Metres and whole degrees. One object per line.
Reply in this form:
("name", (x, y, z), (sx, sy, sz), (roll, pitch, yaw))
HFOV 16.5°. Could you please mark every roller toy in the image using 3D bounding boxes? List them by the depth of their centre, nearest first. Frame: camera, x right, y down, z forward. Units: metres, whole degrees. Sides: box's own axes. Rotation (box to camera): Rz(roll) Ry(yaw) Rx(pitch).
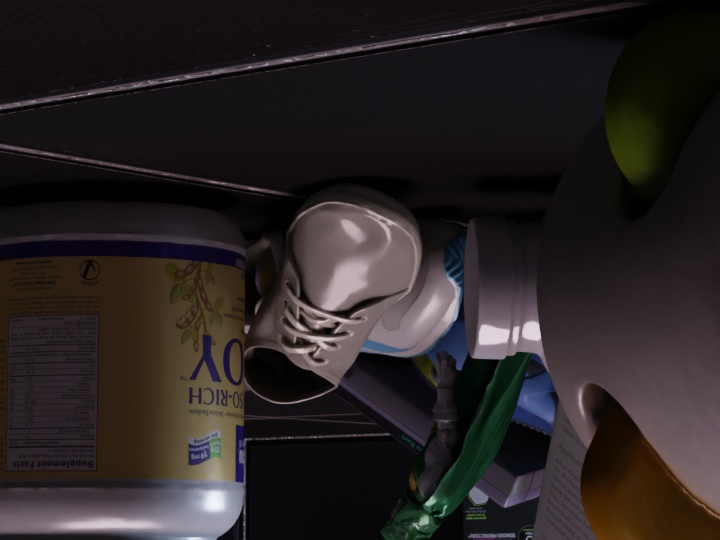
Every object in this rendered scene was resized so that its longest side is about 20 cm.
("roller toy", (0.162, 0.008, 0.894), (0.181, 0.202, 0.140), (-4, 176, -23))

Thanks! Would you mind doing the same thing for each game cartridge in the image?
("game cartridge", (0.060, 0.084, 1.638), (0.200, 0.039, 0.129), (35, -148, 31))

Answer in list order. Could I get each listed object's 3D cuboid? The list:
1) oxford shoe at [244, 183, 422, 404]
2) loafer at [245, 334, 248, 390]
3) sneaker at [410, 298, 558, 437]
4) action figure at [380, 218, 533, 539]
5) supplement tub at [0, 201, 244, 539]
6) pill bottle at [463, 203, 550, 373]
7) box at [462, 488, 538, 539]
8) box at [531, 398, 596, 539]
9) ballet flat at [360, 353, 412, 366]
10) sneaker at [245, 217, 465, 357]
("oxford shoe", (-0.018, 0.018, 1.336), (0.075, 0.058, 0.200), (26, 148, -5))
("loafer", (-0.076, 0.047, 1.810), (0.199, 0.069, 0.076), (-20, 168, 21))
("sneaker", (0.117, 0.055, 1.566), (0.199, 0.079, 0.066), (20, -158, -48))
("action figure", (0.067, 0.070, 1.421), (0.054, 0.201, 0.118), (26, 176, 10))
("supplement tub", (-0.134, 0.071, 1.328), (0.144, 0.202, 0.145), (0, 174, 0))
("pill bottle", (0.156, 0.010, 1.286), (0.198, 0.105, 0.104), (0, 174, -3))
("box", (0.216, 0.282, 3.289), (0.123, 0.202, 0.148), (-3, 173, 25))
("box", (0.199, 0.102, 1.441), (0.151, 0.201, 0.106), (-11, -146, -33))
("ballet flat", (0.071, 0.029, 1.640), (0.198, 0.074, 0.073), (-2, 174, -4))
("sneaker", (-0.014, 0.010, 1.434), (0.080, 0.077, 0.199), (14, 163, -35))
